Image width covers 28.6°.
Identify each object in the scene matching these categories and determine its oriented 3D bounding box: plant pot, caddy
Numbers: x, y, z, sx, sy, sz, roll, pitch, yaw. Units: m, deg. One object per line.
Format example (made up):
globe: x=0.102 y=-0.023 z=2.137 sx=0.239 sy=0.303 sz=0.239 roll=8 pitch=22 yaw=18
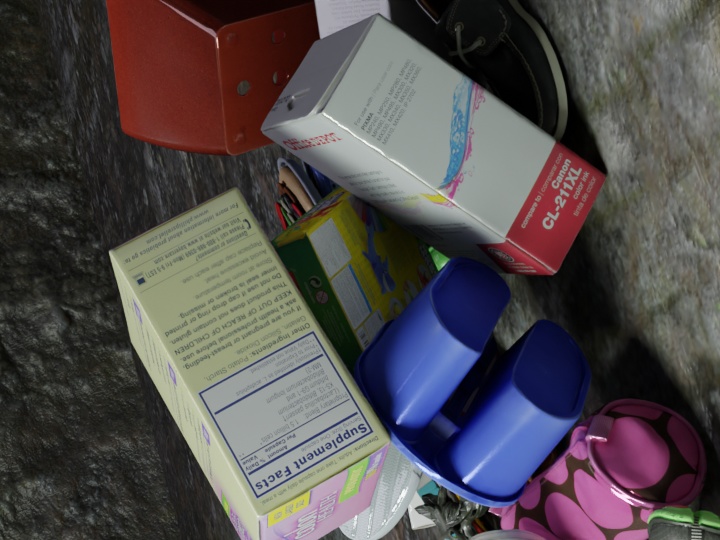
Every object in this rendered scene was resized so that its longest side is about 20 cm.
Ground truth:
plant pot: x=-0.125 y=-0.222 z=1.428 sx=0.176 sy=0.199 sz=0.201 roll=37 pitch=138 yaw=45
caddy: x=0.073 y=0.079 z=0.955 sx=0.141 sy=0.105 sz=0.200 roll=41 pitch=-159 yaw=2

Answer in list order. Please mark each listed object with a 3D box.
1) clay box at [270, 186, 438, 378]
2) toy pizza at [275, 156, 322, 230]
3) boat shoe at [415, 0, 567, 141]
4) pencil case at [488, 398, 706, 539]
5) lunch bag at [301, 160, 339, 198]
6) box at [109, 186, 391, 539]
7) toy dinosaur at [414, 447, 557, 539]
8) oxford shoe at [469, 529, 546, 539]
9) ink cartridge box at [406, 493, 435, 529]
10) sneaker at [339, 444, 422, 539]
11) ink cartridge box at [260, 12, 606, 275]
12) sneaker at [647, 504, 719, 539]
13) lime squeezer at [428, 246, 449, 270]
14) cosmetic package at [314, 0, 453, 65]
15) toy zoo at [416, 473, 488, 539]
clay box: x=0.000 y=0.000 z=1.059 sx=0.116 sy=0.047 sz=0.200 roll=65 pitch=-156 yaw=-9
toy pizza: x=-0.033 y=-0.005 z=1.237 sx=0.201 sy=0.032 sz=0.200 roll=61 pitch=172 yaw=14
boat shoe: x=0.086 y=-0.168 z=1.019 sx=0.201 sy=0.067 sz=0.072 roll=64 pitch=155 yaw=25
pencil case: x=0.159 y=0.155 z=0.977 sx=0.093 sy=0.091 sz=0.200 roll=37 pitch=149 yaw=6
lunch bag: x=-0.010 y=-0.076 z=1.272 sx=0.201 sy=0.075 sz=0.161 roll=71 pitch=-179 yaw=-51
box: x=-0.075 y=0.078 z=0.952 sx=0.201 sy=0.096 sz=0.176 roll=58 pitch=165 yaw=18
toy dinosaur: x=0.114 y=0.159 z=1.137 sx=0.201 sy=0.101 sz=0.136 roll=-93 pitch=21 yaw=-52
oxford shoe: x=0.140 y=0.233 z=0.973 sx=0.075 sy=0.200 sz=0.058 roll=-24 pitch=52 yaw=32
ink cartridge box: x=0.041 y=0.146 z=1.382 sx=0.095 sy=0.037 sz=0.202 roll=-135 pitch=34 yaw=-89
sneaker: x=0.040 y=0.138 z=1.210 sx=0.073 sy=0.071 sz=0.201 roll=22 pitch=92 yaw=28
ink cartridge box: x=0.047 y=-0.082 z=0.983 sx=0.083 sy=0.199 sz=0.146 roll=-60 pitch=17 yaw=-9
sneaker: x=0.206 y=0.223 z=0.886 sx=0.084 sy=0.076 sz=0.201 roll=-62 pitch=-26 yaw=-43
lime squeezer: x=0.077 y=0.002 z=1.192 sx=0.200 sy=0.037 sz=0.071 roll=146 pitch=126 yaw=-74
cosmetic package: x=0.019 y=-0.189 z=1.119 sx=0.074 sy=0.102 sz=0.202 roll=1 pitch=106 yaw=30
toy zoo: x=0.088 y=0.224 z=1.251 sx=0.131 sy=0.020 sz=0.200 roll=49 pitch=-174 yaw=-44
